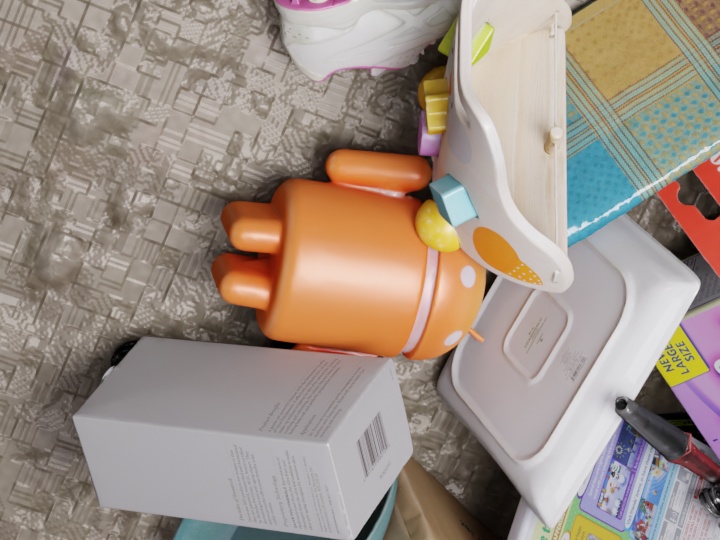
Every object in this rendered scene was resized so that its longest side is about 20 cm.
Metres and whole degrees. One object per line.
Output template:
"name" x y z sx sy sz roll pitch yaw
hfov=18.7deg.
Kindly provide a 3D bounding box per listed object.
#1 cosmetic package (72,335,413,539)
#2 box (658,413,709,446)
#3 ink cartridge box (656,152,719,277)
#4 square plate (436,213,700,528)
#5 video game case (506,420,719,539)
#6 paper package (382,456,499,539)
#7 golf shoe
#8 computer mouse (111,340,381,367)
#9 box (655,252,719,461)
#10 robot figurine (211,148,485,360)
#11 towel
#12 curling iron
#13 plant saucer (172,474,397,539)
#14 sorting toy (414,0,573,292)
"cosmetic package" -0.080 0.110 1.486 0.200 0.108 0.085 4 124 28
"box" 0.257 0.203 1.679 0.200 0.048 0.193 0 107 -9
"ink cartridge box" 0.290 -0.107 1.507 0.200 0.160 0.047 -32 139 2
"square plate" 0.132 0.046 1.517 0.028 0.198 0.200 21 106 -30
"video game case" 0.188 0.197 1.537 0.182 0.022 0.200 30 64 -19
"paper package" 0.059 0.244 1.582 0.103 0.191 0.200 -42 113 7
"golf shoe" 0.038 -0.183 1.495 0.200 0.075 0.092 -10 134 -8
"computer mouse" -0.079 0.073 1.580 0.200 0.034 0.059 -1 111 -9
"box" 0.326 0.053 1.519 0.200 0.097 0.176 -26 110 28
"robot figurine" 0.000 -0.002 1.521 0.200 0.117 0.144 9 65 -13
"towel" 0.180 -0.119 1.514 0.200 0.022 0.147 -32 70 2
"curling iron" 0.220 0.127 1.488 0.026 0.050 0.200 -34 140 11
"plant saucer" -0.049 0.184 1.540 0.200 0.200 0.036 -37 120 5
"sorting toy" 0.083 -0.109 1.415 0.107 0.180 0.200 -1 69 6
